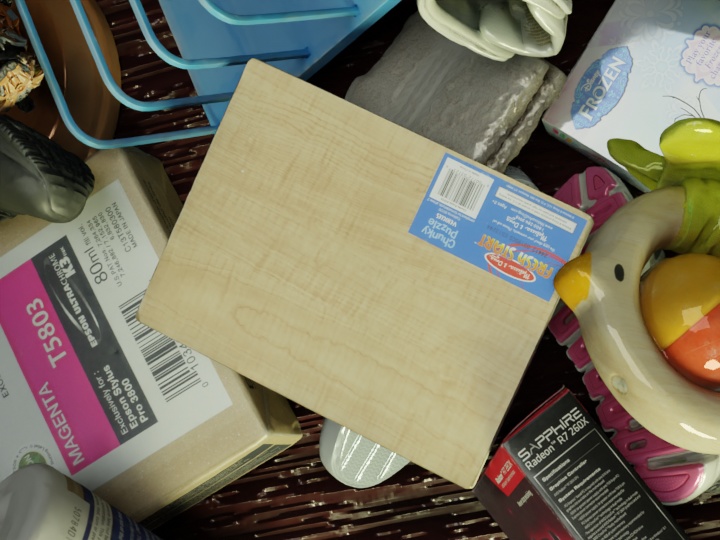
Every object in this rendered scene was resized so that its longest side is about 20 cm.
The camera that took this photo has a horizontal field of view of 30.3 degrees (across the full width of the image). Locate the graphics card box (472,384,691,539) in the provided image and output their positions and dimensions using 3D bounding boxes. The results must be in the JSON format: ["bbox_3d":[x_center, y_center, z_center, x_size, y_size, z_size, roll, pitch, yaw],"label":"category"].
[{"bbox_3d":[0.139,0.164,0.674,0.051,0.126,0.201,-36,76,-14],"label":"graphics card box"}]

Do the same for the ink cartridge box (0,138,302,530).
[{"bbox_3d":[-0.153,0.052,0.792,0.164,0.075,0.201,-32,78,8],"label":"ink cartridge box"}]

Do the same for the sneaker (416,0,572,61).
[{"bbox_3d":[0.091,-0.156,0.694,0.073,0.198,0.117,-33,63,44],"label":"sneaker"}]

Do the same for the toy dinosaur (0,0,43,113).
[{"bbox_3d":[-0.247,-0.149,0.766,0.199,0.136,0.103,9,56,44],"label":"toy dinosaur"}]

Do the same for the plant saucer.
[{"bbox_3d":[-0.251,-0.114,0.856,0.198,0.037,0.203,-2,83,14],"label":"plant saucer"}]

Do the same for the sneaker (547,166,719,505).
[{"bbox_3d":[0.158,0.036,0.717,0.074,0.087,0.201,-41,51,32],"label":"sneaker"}]

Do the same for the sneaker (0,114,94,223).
[{"bbox_3d":[-0.227,-0.050,0.765,0.199,0.076,0.092,21,84,43],"label":"sneaker"}]

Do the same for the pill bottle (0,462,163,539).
[{"bbox_3d":[-0.123,0.200,0.709,0.200,0.111,0.111,39,95,-23],"label":"pill bottle"}]

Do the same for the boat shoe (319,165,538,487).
[{"bbox_3d":[0.034,0.028,0.758,0.201,0.072,0.062,-59,37,3],"label":"boat shoe"}]

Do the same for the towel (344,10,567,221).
[{"bbox_3d":[0.020,-0.054,0.745,0.201,0.034,0.132,-57,37,3],"label":"towel"}]

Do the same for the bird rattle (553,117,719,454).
[{"bbox_3d":[0.177,0.020,0.639,0.162,0.113,0.201,-32,90,-27],"label":"bird rattle"}]

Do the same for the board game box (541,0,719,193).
[{"bbox_3d":[0.235,-0.113,0.724,0.198,0.043,0.201,34,93,15],"label":"board game box"}]

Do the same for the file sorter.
[{"bbox_3d":[-0.085,-0.170,0.725,0.199,0.122,0.140,-32,78,44],"label":"file sorter"}]

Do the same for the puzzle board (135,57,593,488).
[{"bbox_3d":[0.000,0.000,0.688,0.198,0.017,0.152,25,92,9],"label":"puzzle board"}]
